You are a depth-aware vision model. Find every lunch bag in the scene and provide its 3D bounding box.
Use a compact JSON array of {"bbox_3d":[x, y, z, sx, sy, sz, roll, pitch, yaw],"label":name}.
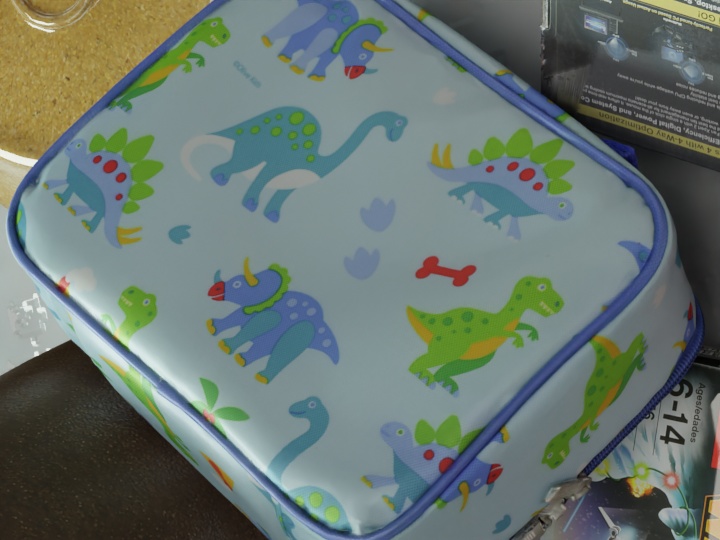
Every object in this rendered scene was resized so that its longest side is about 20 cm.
[{"bbox_3d":[0.000,0.000,0.758,0.161,0.083,0.200,-45,57,-11],"label":"lunch bag"}]

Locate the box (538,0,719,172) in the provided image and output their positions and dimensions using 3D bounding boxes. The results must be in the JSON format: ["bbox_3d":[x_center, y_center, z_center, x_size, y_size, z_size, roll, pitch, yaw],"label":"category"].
[{"bbox_3d":[0.148,-0.091,0.694,0.199,0.049,0.162,19,134,25],"label":"box"}]

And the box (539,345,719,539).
[{"bbox_3d":[0.079,0.120,0.798,0.136,0.040,0.202,11,100,25],"label":"box"}]

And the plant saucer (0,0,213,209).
[{"bbox_3d":[-0.103,-0.110,0.872,0.199,0.035,0.202,3,96,27],"label":"plant saucer"}]

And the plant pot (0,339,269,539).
[{"bbox_3d":[-0.106,0.116,0.804,0.186,0.200,0.189,3,96,27],"label":"plant pot"}]
